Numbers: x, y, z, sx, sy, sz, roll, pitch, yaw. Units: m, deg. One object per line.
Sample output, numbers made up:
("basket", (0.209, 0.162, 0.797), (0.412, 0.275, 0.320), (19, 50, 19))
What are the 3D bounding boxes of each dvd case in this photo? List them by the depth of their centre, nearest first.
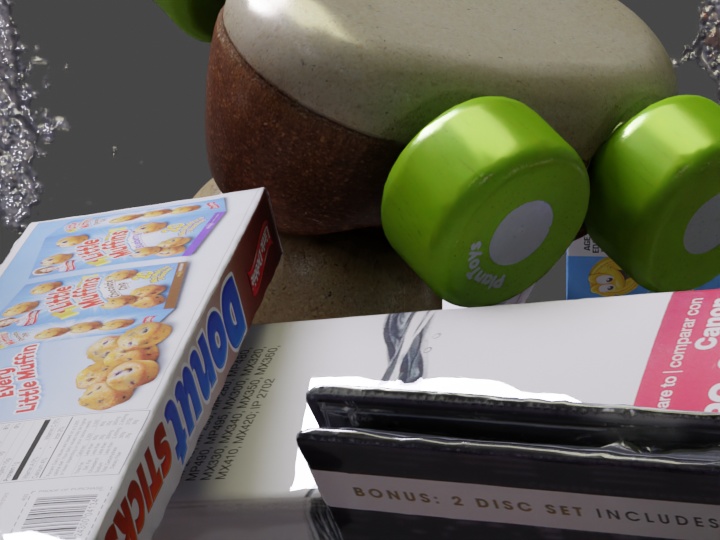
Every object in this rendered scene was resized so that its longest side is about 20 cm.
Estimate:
("dvd case", (0.084, 0.094, 0.492), (0.148, 0.016, 0.201), (3, -41, 26))

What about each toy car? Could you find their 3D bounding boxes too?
("toy car", (0.000, 0.000, 0.800), (0.157, 0.201, 0.164), (-3, 38, -41))

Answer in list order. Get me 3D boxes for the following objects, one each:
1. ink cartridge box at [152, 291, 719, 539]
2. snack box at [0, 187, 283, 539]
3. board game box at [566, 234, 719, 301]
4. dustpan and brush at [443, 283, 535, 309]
("ink cartridge box", (0.039, 0.089, 0.684), (0.199, 0.145, 0.085), (-4, 34, 24))
("snack box", (-0.073, 0.032, 0.636), (0.071, 0.024, 0.200), (-9, 23, 14))
("board game box", (0.124, 0.065, 0.945), (0.055, 0.202, 0.196), (1, 2, 19))
("dustpan and brush", (0.039, 0.042, 0.912), (0.139, 0.201, 0.057), (37, 42, 18))
